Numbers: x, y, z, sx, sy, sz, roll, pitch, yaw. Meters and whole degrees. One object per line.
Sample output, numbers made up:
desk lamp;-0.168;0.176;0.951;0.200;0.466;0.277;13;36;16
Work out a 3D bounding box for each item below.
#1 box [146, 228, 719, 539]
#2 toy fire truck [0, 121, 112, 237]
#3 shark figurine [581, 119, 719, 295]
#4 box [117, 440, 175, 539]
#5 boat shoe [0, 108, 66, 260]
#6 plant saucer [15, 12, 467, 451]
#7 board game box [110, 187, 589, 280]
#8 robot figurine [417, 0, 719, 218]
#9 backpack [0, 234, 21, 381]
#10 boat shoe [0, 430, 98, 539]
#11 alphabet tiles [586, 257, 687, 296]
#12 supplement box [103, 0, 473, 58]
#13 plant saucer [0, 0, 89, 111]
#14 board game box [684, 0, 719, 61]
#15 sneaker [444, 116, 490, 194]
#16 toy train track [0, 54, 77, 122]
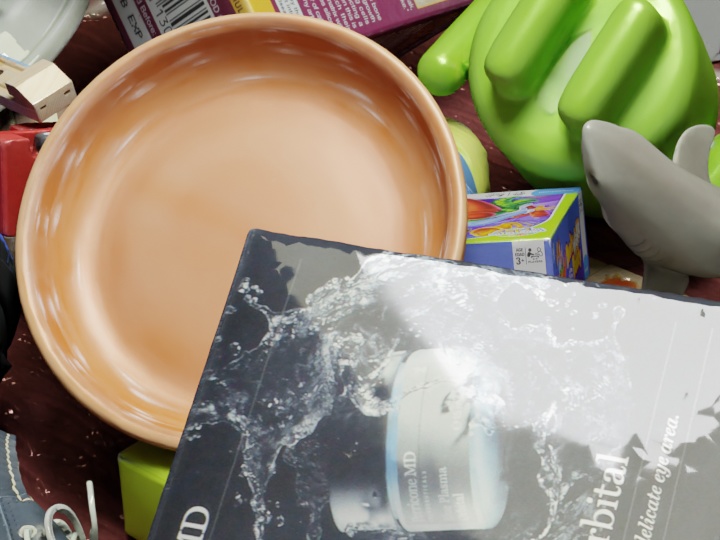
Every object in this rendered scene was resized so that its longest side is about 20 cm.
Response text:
box;0.035;0.109;0.814;0.199;0.118;0.197;9;64;17
toy fire truck;-0.150;-0.051;1.107;0.199;0.049;0.141;-6;13;-28
shark figurine;0.200;-0.031;1.088;0.214;0.129;0.089;-20;15;-39
box;0.010;0.103;0.966;0.200;0.048;0.122;24;39;35
boat shoe;-0.183;-0.055;1.210;0.075;0.075;0.202;-16;34;-14
plant saucer;-0.050;-0.014;0.996;0.199;0.037;0.201;-5;70;13
board game box;0.000;0.000;1.074;0.199;0.045;0.134;-3;11;12
robot figurine;0.121;-0.092;1.174;0.175;0.116;0.200;30;-1;16
backpack;-0.245;0.002;0.986;0.167;0.200;0.163;16;68;30
boat shoe;-0.128;0.130;0.899;0.062;0.075;0.200;-8;33;-9
alphabet tiles;0.098;0.042;1.106;0.200;0.006;0.166;23;38;34
supplement box;-0.041;-0.171;1.288;0.103;0.131;0.200;-28;-4;43
plant saucer;-0.240;-0.118;1.248;0.200;0.050;0.200;-26;28;15
board game box;0.136;-0.208;1.424;0.103;0.105;0.200;-12;34;-20
sneaker;-0.028;-0.040;1.178;0.199;0.076;0.105;-3;32;-6
toy train track;-0.207;-0.115;1.131;0.115;0.033;0.200;-35;38;-27
